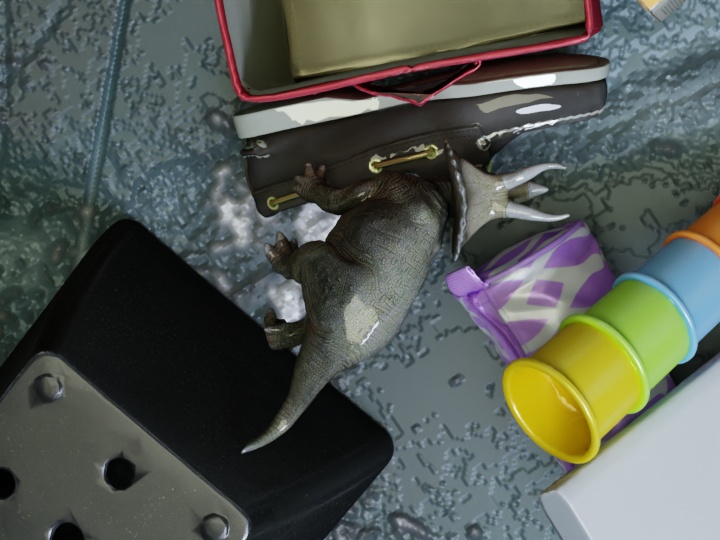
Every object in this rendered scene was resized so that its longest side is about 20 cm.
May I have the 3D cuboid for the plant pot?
[{"bbox_3d":[-0.128,0.118,1.122,0.199,0.177,0.200,40,102,3],"label":"plant pot"}]

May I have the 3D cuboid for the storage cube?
[{"bbox_3d":[0.020,-0.183,1.063,0.169,0.180,0.202,-10,96,9],"label":"storage cube"}]

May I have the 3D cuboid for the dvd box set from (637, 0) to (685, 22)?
[{"bbox_3d":[0.210,-0.195,1.050,0.200,0.146,0.029,-40,88,11],"label":"dvd box set"}]

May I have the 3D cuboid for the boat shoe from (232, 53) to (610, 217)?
[{"bbox_3d":[0.035,-0.070,1.132,0.199,0.072,0.061,-8,100,16],"label":"boat shoe"}]

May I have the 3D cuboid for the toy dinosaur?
[{"bbox_3d":[0.000,0.000,1.063,0.200,0.102,0.077,-47,117,-20],"label":"toy dinosaur"}]

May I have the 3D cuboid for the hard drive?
[{"bbox_3d":[0.193,0.114,1.087,0.199,0.027,0.132,-33,92,-31],"label":"hard drive"}]

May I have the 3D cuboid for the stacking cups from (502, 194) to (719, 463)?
[{"bbox_3d":[0.153,0.012,1.081,0.200,0.060,0.061,-40,90,-31],"label":"stacking cups"}]

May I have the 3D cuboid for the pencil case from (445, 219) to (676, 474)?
[{"bbox_3d":[0.120,0.074,1.125,0.085,0.084,0.201,-28,90,-30],"label":"pencil case"}]
